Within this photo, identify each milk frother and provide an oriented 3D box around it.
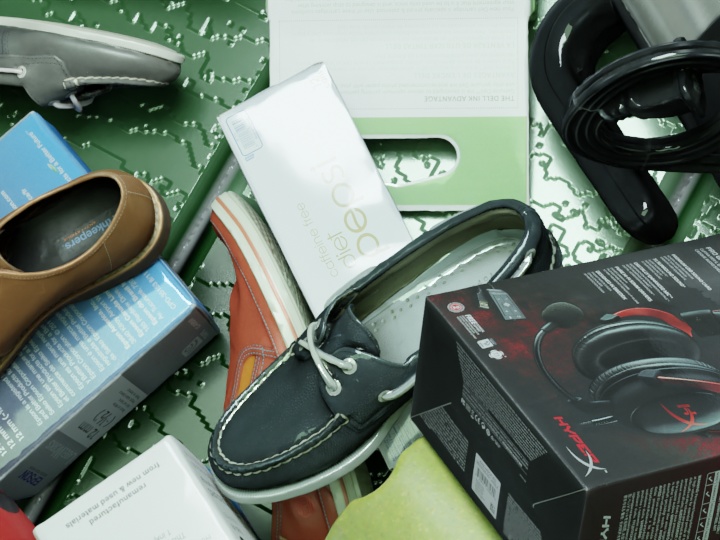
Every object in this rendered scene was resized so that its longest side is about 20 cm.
[{"bbox_3d":[0.161,-0.127,1.127,0.180,0.200,0.189,-28,60,2],"label":"milk frother"}]

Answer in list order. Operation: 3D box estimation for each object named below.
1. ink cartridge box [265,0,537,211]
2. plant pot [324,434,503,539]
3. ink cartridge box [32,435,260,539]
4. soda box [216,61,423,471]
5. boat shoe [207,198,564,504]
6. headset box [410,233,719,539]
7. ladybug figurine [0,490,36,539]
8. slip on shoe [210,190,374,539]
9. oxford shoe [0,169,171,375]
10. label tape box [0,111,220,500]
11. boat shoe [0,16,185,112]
[{"bbox_3d":[0.022,-0.134,1.251,0.144,0.048,0.202,0,97,9],"label":"ink cartridge box"},{"bbox_3d":[0.080,0.173,1.101,0.200,0.201,0.184,-41,63,-3],"label":"plant pot"},{"bbox_3d":[-0.058,0.195,1.125,0.084,0.146,0.201,-34,74,-3],"label":"ink cartridge box"},{"bbox_3d":[0.000,0.000,1.193,0.063,0.068,0.201,-26,82,1],"label":"soda box"},{"bbox_3d":[0.006,0.034,1.113,0.200,0.060,0.076,-38,55,-5],"label":"boat shoe"},{"bbox_3d":[0.144,0.061,1.063,0.199,0.075,0.149,-11,38,-24],"label":"headset box"},{"bbox_3d":[-0.184,0.166,1.144,0.135,0.201,0.072,17,50,40],"label":"ladybug figurine"},{"bbox_3d":[-0.045,0.054,1.201,0.061,0.074,0.201,-19,78,6],"label":"slip on shoe"},{"bbox_3d":[-0.190,0.010,1.167,0.200,0.071,0.071,-37,75,1],"label":"oxford shoe"},{"bbox_3d":[-0.196,0.038,1.230,0.200,0.066,0.143,-41,73,0],"label":"label tape box"},{"bbox_3d":[-0.190,-0.110,1.271,0.199,0.067,0.057,11,94,16],"label":"boat shoe"}]
